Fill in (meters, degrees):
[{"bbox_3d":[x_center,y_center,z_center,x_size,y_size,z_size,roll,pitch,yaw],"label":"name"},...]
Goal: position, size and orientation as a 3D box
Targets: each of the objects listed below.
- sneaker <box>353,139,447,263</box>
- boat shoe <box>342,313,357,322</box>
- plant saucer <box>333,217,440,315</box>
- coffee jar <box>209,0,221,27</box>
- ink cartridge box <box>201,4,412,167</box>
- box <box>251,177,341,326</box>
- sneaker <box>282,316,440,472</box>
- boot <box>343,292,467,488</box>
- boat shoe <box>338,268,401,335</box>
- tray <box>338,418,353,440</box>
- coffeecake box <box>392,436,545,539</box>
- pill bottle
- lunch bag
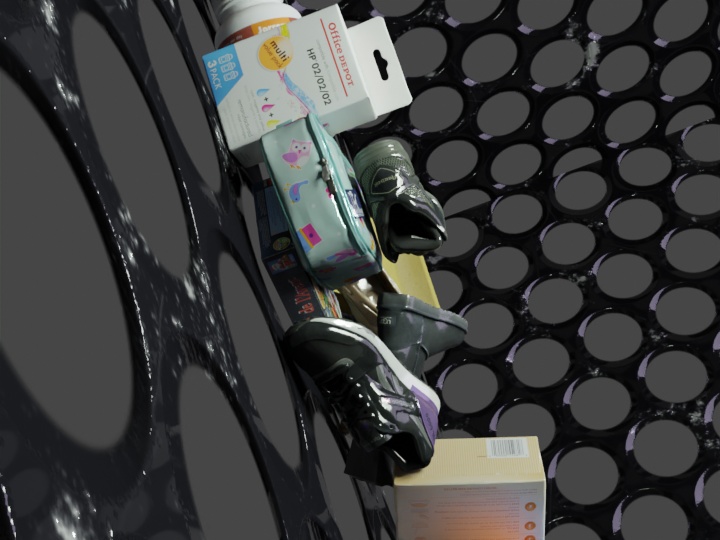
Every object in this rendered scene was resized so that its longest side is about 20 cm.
[{"bbox_3d":[0.053,-0.043,1.169,0.200,0.076,0.115,58,14,-61],"label":"sneaker"},{"bbox_3d":[-0.003,0.094,1.448,0.200,0.062,0.073,-91,161,-78],"label":"boat shoe"},{"bbox_3d":[0.000,0.000,1.468,0.198,0.049,0.201,18,34,-26],"label":"plant saucer"},{"bbox_3d":[-0.126,-0.286,1.430,0.104,0.085,0.201,-126,-168,-64],"label":"coffee jar"},{"bbox_3d":[-0.056,-0.203,1.175,0.068,0.198,0.116,54,16,-75],"label":"ink cartridge box"},{"bbox_3d":[-0.063,0.013,1.210,0.137,0.037,0.201,-105,174,-51],"label":"box"},{"bbox_3d":[0.006,0.123,1.064,0.199,0.076,0.088,37,37,-27],"label":"sneaker"},{"bbox_3d":[0.053,0.140,1.219,0.164,0.065,0.202,22,73,-52],"label":"boot"},{"bbox_3d":[-0.009,-0.009,1.328,0.200,0.071,0.064,49,-31,-8],"label":"boat shoe"},{"bbox_3d":[0.019,0.160,1.320,0.200,0.037,0.100,56,45,-71],"label":"tray"},{"bbox_3d":[0.114,0.278,1.157,0.073,0.152,0.202,-87,174,-61],"label":"coffeecake box"},{"bbox_3d":[-0.107,-0.241,1.296,0.112,0.111,0.202,43,28,-81],"label":"pill bottle"},{"bbox_3d":[-0.037,-0.071,1.136,0.200,0.076,0.162,54,18,-77],"label":"lunch bag"}]
